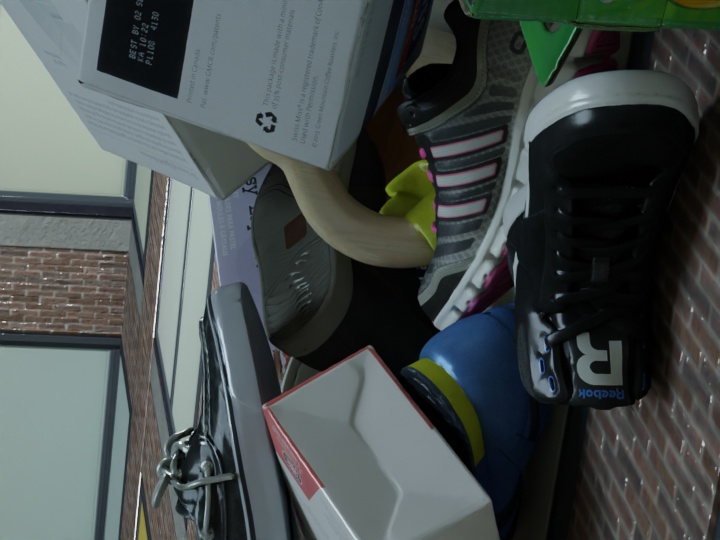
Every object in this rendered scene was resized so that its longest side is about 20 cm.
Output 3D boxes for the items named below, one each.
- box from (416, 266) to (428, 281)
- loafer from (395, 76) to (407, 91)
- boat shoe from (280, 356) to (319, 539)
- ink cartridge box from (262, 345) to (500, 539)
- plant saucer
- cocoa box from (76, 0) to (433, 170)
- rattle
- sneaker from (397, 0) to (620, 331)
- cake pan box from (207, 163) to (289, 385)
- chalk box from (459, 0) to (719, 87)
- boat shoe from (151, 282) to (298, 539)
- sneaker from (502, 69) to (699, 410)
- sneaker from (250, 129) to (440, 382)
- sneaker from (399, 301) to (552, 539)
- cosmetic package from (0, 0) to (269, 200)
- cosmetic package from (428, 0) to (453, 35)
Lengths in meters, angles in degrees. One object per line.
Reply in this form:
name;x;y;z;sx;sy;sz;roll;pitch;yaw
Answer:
box;0.029;0.112;1.419;0.193;0.047;0.200;-98;16;-55
loafer;0.007;-0.163;1.382;0.201;0.070;0.068;43;139;44
boat shoe;-0.020;0.126;1.362;0.063;0.073;0.200;-178;85;-74
ink cartridge box;0.022;0.146;1.198;0.117;0.067;0.200;52;165;37
plant saucer;0.011;-0.086;1.458;0.200;0.037;0.200;-164;90;-82
cocoa box;-0.032;-0.173;1.067;0.131;0.133;0.200;-54;-19;-55
rattle;-0.009;-0.089;1.258;0.143;0.200;0.130;-72;7;-68
sneaker;0.057;-0.059;1.150;0.074;0.087;0.200;-38;-25;-44
cake pan box;-0.048;-0.001;1.510;0.184;0.052;0.200;36;-134;-79
chalk box;0.098;-0.170;0.929;0.125;0.124;0.200;-103;18;-53
boat shoe;-0.071;0.108;1.221;0.074;0.068;0.200;-59;-39;-81
sneaker;0.105;-0.002;1.008;0.200;0.073;0.112;100;167;-72
sneaker;0.000;0.000;1.325;0.075;0.106;0.200;-35;32;28
sneaker;0.070;0.085;1.213;0.066;0.078;0.200;43;160;26
cosmetic package;-0.123;-0.165;1.359;0.200;0.123;0.199;58;165;-24
cosmetic package;0.054;-0.221;1.186;0.200;0.087;0.103;107;-173;-53
